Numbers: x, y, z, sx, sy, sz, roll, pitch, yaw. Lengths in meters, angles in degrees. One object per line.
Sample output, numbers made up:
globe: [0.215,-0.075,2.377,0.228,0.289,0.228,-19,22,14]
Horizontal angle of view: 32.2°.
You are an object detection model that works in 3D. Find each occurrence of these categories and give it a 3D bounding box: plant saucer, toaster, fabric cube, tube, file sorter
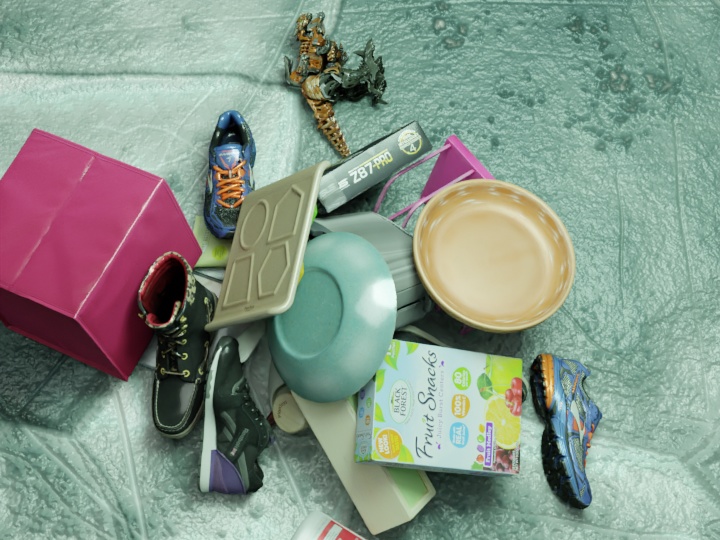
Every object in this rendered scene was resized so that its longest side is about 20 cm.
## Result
plant saucer: [-0.047,0.051,1.437,0.201,0.039,0.202,-10,73,38]
toaster: [0.000,0.000,1.535,0.129,0.114,0.200,-13,38,-41]
fabric cube: [-0.343,-0.017,1.526,0.200,0.196,0.200,22,69,17]
tube: [-0.127,-0.028,1.640,0.199,0.052,0.058,6,23,6]
plant saucer: [0.157,-0.015,1.489,0.200,0.037,0.201,5,63,-10]
file sorter: [0.121,-0.039,1.593,0.125,0.139,0.200,-32,72,-28]

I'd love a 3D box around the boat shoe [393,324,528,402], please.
boat shoe: [0.116,0.134,1.553,0.200,0.072,0.068,21,34,-11]

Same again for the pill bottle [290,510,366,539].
pill bottle: [0.001,0.374,1.443,0.200,0.112,0.112,30,69,10]

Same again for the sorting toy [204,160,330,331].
sorting toy: [-0.106,-0.024,1.482,0.036,0.185,0.200,27,67,-27]

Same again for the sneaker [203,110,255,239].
sneaker: [-0.173,-0.126,1.634,0.075,0.079,0.200,-7,55,-2]

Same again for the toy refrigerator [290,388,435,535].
toy refrigerator: [0.007,0.204,1.490,0.200,0.070,0.076,60,33,0]

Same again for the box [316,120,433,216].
box: [-0.010,-0.123,1.603,0.161,0.200,0.049,-33,97,-13]

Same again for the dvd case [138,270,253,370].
dvd case: [-0.235,0.065,1.609,0.200,0.018,0.143,19,69,5]

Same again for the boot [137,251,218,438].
boot: [-0.225,0.088,1.505,0.073,0.151,0.200,8,66,12]

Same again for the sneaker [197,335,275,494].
sneaker: [-0.143,0.174,1.502,0.087,0.076,0.201,6,109,1]

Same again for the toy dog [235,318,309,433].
toy dog: [-0.108,0.118,1.557,0.096,0.132,0.200,-28,61,27]

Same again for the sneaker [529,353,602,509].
sneaker: [0.267,0.197,1.554,0.078,0.075,0.201,-3,69,-8]

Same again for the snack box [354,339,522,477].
snack box: [0.095,0.164,1.467,0.200,0.053,0.143,10,73,-25]

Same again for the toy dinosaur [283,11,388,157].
toy dinosaur: [-0.035,-0.261,1.730,0.135,0.102,0.201,-11,102,8]
